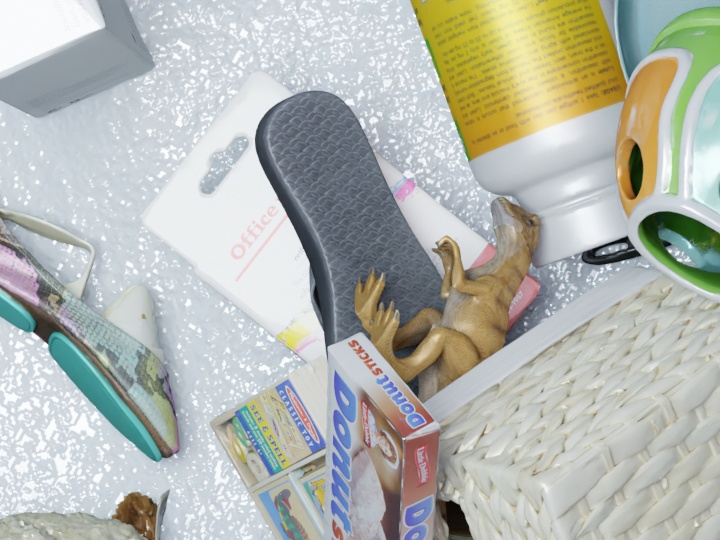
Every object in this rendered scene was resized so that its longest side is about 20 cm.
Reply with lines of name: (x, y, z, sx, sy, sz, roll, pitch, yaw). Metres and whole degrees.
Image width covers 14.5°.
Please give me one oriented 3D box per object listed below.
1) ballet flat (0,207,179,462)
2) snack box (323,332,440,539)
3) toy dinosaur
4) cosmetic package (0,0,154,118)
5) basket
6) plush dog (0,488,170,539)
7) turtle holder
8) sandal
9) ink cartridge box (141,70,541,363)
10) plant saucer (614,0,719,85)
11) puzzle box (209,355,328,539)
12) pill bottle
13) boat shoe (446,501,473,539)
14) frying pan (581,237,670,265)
ballet flat: (-0.164, 0.020, 1.597, 0.200, 0.069, 0.071, 40, 70, 2)
snack box: (0.009, 0.124, 1.444, 0.024, 0.200, 0.072, -23, 51, -22)
toy dinosaur: (0.046, 0.050, 1.491, 0.106, 0.060, 0.201, 23, 81, -24)
cosmetic package: (-0.177, -0.153, 1.528, 0.081, 0.200, 0.113, -23, 89, 1)
basket: (0.134, 0.103, 1.467, 0.200, 0.123, 0.136, -33, 115, -31)
plush dog: (-0.202, 0.180, 1.554, 0.171, 0.200, 0.161, 9, 56, -8)
turtle holder: (0.211, -0.043, 1.451, 0.186, 0.141, 0.132, 47, 57, -24)
sandal: (0.000, -0.001, 1.533, 0.076, 0.043, 0.201, -19, 91, -22)
ink cartridge box: (-0.012, -0.008, 1.588, 0.200, 0.067, 0.117, 39, 90, 0)
plant saucer: (0.230, -0.139, 1.539, 0.199, 0.027, 0.201, -1, 93, -12)
puzzle box: (-0.004, 0.151, 1.554, 0.025, 0.133, 0.200, -29, 88, -27)
pill bottle: (0.100, -0.108, 1.565, 0.111, 0.111, 0.201, -20, 88, 1)
boat shoe: (0.109, 0.135, 1.586, 0.199, 0.065, 0.072, 10, 75, -17)
frying pan: (0.223, -0.054, 1.595, 0.189, 0.031, 0.115, 5, 66, 18)
